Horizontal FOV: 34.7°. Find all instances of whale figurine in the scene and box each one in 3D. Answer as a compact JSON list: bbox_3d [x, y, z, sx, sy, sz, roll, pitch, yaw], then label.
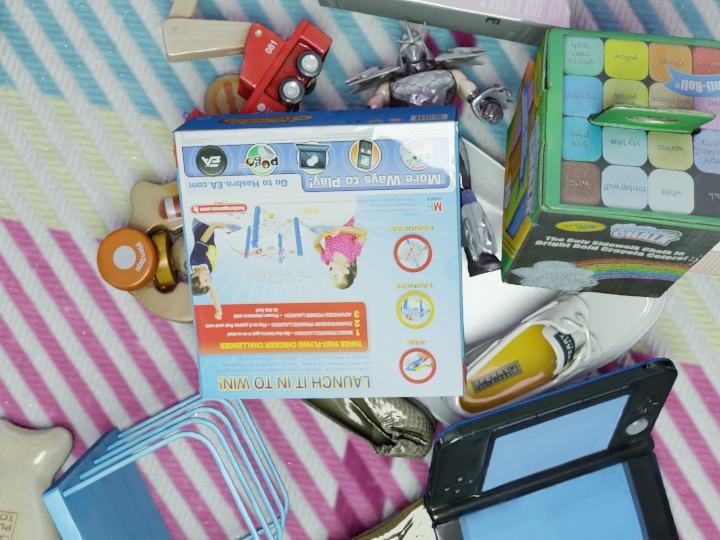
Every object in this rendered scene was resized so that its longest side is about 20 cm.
[{"bbox_3d":[-0.285,0.228,0.941,0.156,0.104,0.204,5,71,2],"label":"whale figurine"}]

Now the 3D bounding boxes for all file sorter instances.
[{"bbox_3d":[-0.132,0.179,0.869,0.121,0.200,0.141,-27,94,2],"label":"file sorter"}]

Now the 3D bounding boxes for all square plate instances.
[{"bbox_3d":[0.101,0.028,0.931,0.198,0.028,0.200,33,95,-1],"label":"square plate"}]

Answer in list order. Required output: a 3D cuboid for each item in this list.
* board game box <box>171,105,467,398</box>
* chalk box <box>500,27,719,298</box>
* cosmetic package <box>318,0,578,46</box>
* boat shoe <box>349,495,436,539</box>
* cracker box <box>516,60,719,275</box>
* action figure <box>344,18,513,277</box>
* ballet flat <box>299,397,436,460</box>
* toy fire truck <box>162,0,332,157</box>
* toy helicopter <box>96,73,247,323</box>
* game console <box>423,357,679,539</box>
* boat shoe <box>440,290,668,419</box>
[{"bbox_3d":[-0.024,-0.011,0.824,0.196,0.056,0.200,-1,108,7],"label":"board game box"},{"bbox_3d":[0.167,-0.073,0.744,0.122,0.200,0.126,6,72,-2],"label":"chalk box"},{"bbox_3d":[0.065,-0.230,0.872,0.196,0.107,0.092,8,94,3],"label":"cosmetic package"},{"bbox_3d":[0.048,0.226,0.943,0.198,0.063,0.074,-26,83,-3],"label":"boat shoe"},{"bbox_3d":[0.215,-0.076,0.882,0.196,0.058,0.136,8,72,2],"label":"cracker box"},{"bbox_3d":[0.058,-0.093,0.878,0.128,0.069,0.204,-12,88,9],"label":"action figure"},{"bbox_3d":[-0.029,0.092,0.921,0.198,0.047,0.068,34,131,0],"label":"ballet flat"},{"bbox_3d":[-0.100,-0.171,0.883,0.140,0.049,0.202,33,77,-3],"label":"toy fire truck"},{"bbox_3d":[-0.116,-0.056,0.912,0.130,0.079,0.204,17,83,7],"label":"toy helicopter"},{"bbox_3d":[0.159,0.179,0.873,0.197,0.172,0.120,-16,56,-13],"label":"game console"},{"bbox_3d":[0.152,0.055,0.880,0.197,0.070,0.072,-26,95,-1],"label":"boat shoe"}]
